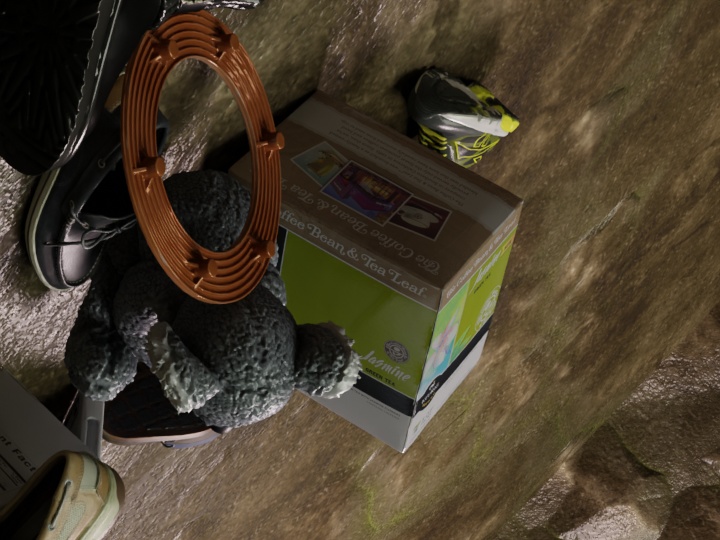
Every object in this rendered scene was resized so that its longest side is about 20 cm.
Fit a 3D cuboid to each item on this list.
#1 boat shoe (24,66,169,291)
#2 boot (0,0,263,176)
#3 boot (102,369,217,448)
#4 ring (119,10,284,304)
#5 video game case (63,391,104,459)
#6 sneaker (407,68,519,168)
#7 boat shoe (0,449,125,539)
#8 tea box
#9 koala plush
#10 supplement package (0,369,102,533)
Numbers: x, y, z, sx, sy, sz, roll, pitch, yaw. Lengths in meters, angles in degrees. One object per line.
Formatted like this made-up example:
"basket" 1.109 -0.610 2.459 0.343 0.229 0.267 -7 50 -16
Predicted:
"boat shoe" -0.178 -0.050 1.226 0.075 0.062 0.200 -32 157 -44
"boot" -0.132 -0.157 1.082 0.158 0.079 0.212 -23 149 -52
"boot" -0.167 0.135 1.588 0.199 0.075 0.097 -15 152 -46
"ring" -0.098 -0.078 1.199 0.019 0.202 0.200 -7 178 25
"video game case" -0.253 0.219 1.473 0.182 0.022 0.200 -96 -151 -51
"sneaker" 0.086 -0.125 1.640 0.085 0.074 0.200 -52 161 14
"boat shoe" -0.247 0.203 1.216 0.200 0.072 0.076 -56 147 -6
"tea box" 0.000 0.000 1.445 0.134 0.199 0.197 -46 158 -39
"koala plush" -0.104 0.041 1.290 0.176 0.200 0.185 2 113 -23
"supplement package" -0.305 0.169 1.286 0.200 0.120 0.122 -16 141 -58
